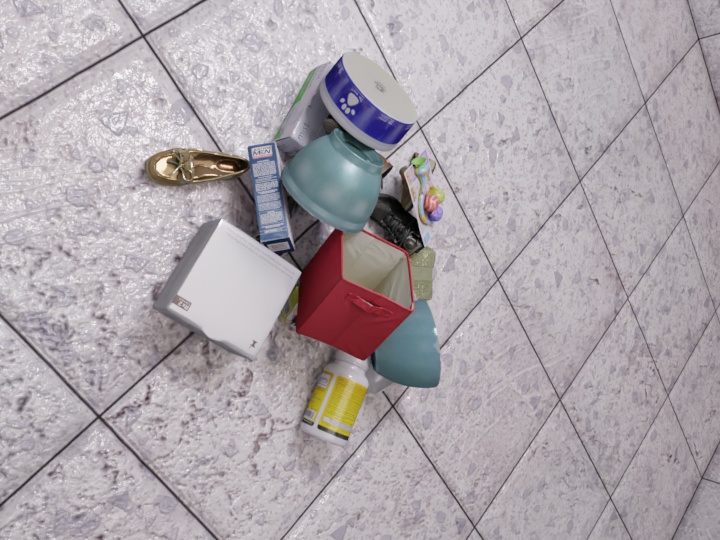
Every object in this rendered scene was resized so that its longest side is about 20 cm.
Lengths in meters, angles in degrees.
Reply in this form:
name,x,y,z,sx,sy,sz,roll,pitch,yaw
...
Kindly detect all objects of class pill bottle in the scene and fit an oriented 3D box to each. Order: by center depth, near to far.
name,x,y,z,sx,sy,sz,roll,pitch,yaw
pill bottle,-0.049,0.283,1.324,0.112,0.112,0.202,31,75,-32

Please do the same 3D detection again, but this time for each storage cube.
name,x,y,z,sx,sy,sz,roll,pitch,yaw
storage cube,-0.013,0.041,1.193,0.170,0.180,0.201,25,36,-23

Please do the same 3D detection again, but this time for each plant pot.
name,x,y,z,sx,sy,sz,roll,pitch,yaw
plant pot,-0.037,-0.191,1.153,0.199,0.201,0.134,21,120,-34
plant pot,0.091,0.174,1.338,0.133,0.200,0.202,-6,96,-7

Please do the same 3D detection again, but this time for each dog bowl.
name,x,y,z,sx,sy,sz,roll,pitch,yaw
dog bowl,0.018,-0.342,1.188,0.199,0.079,0.201,29,36,-24

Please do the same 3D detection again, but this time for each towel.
name,x,y,z,sx,sy,sz,roll,pitch,yaw
towel,0.109,0.008,1.474,0.198,0.036,0.150,3,91,-36

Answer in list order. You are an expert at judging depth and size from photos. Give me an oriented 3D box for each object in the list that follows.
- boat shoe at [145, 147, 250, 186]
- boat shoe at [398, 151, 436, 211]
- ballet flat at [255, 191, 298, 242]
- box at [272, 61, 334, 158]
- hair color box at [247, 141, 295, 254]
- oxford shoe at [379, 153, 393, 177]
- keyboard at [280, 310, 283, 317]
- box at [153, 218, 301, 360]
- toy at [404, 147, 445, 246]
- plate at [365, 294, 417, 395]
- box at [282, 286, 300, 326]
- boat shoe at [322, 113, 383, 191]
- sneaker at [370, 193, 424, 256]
name,x,y,z,sx,sy,sz,roll,pitch,yaw
boat shoe,-0.314,-0.206,1.143,0.199,0.062,0.074,-13,100,-34
boat shoe,0.124,-0.222,1.439,0.076,0.072,0.201,36,41,-11
ballet flat,-0.165,-0.138,1.254,0.063,0.067,0.202,30,74,-23
box,-0.067,-0.318,1.296,0.176,0.096,0.201,33,73,-31
hair color box,-0.179,-0.143,1.179,0.060,0.100,0.202,-9,76,-2
oxford shoe,-0.016,-0.210,1.369,0.200,0.071,0.071,-40,86,-28
keyboard,-0.192,0.056,1.274,0.199,0.011,0.057,36,72,-32
box,-0.258,0.038,1.142,0.198,0.130,0.201,36,72,-26
toy,0.164,-0.168,1.360,0.115,0.047,0.201,-52,132,-38
plate,0.074,0.173,1.441,0.199,0.032,0.201,-27,108,-20
box,-0.070,0.102,1.299,0.199,0.050,0.075,18,123,-29
boat shoe,0.000,-0.256,1.251,0.057,0.067,0.200,-47,116,-20
sneaker,0.090,-0.107,1.405,0.076,0.115,0.199,-43,124,18
